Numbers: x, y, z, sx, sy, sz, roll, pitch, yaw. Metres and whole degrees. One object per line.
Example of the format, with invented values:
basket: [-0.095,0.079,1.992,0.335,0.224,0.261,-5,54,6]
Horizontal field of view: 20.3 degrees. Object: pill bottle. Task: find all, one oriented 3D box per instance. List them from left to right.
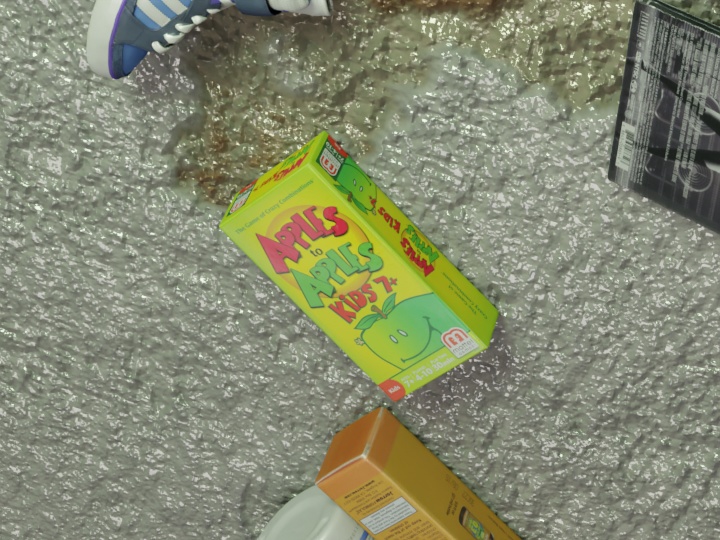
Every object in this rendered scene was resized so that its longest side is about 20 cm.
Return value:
pill bottle: [0.008,0.282,1.691,0.112,0.112,0.200,-29,112,33]

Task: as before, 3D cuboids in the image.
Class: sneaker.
sneaker: [-0.096,-0.188,1.387,0.146,0.081,0.201,28,124,1]

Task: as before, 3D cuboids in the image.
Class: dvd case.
dvd case: [0.259,-0.083,1.342,0.200,0.016,0.149,30,135,29]

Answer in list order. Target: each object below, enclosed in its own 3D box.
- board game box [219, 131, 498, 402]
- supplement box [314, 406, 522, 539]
board game box: [0.000,0.000,1.521,0.101,0.048,0.200,-32,111,35]
supplement box: [0.058,0.207,1.648,0.200,0.067,0.069,43,127,-15]
